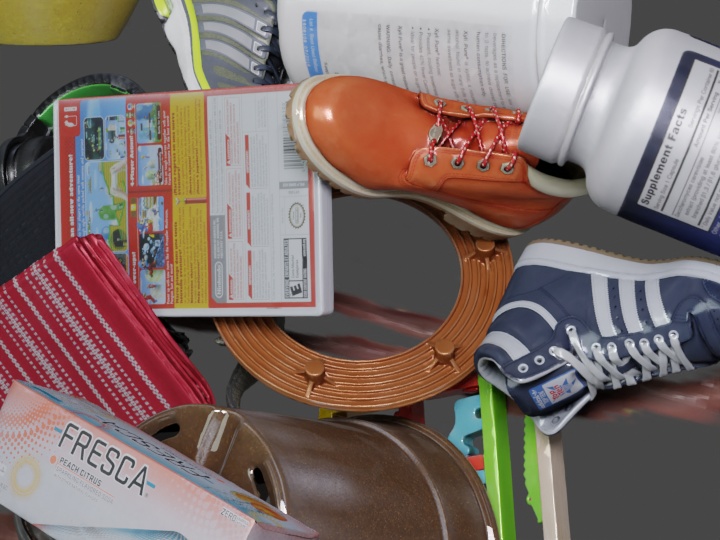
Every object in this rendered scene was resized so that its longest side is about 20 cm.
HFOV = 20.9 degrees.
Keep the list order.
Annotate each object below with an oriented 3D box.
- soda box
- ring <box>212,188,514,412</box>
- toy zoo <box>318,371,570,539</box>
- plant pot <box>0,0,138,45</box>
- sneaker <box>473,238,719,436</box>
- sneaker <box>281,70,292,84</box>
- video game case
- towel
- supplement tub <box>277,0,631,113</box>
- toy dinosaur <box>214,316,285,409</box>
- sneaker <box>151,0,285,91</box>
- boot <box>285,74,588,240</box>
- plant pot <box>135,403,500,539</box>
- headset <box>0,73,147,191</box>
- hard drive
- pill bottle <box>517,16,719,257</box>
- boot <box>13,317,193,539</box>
[{"bbox_3d":[-0.122,0.130,1.069,0.200,0.064,0.069,24,91,37],"label":"soda box"},{"bbox_3d":[0.000,0.000,1.253,0.200,0.019,0.201,-1,56,1],"label":"ring"},{"bbox_3d":[0.038,0.138,1.254,0.200,0.020,0.132,-13,70,30],"label":"toy zoo"},{"bbox_3d":[-0.234,-0.244,1.462,0.200,0.200,0.142,9,106,35],"label":"plant pot"},{"bbox_3d":[0.157,0.047,1.151,0.200,0.070,0.109,10,56,41],"label":"sneaker"},{"bbox_3d":[-0.037,-0.129,1.351,0.079,0.074,0.201,4,78,29],"label":"sneaker"},{"bbox_3d":[-0.108,-0.042,1.234,0.199,0.017,0.143,-1,90,27],"label":"video game case"},{"bbox_3d":[-0.198,0.070,1.282,0.200,0.022,0.145,-29,101,37],"label":"towel"},{"bbox_3d":[0.060,-0.163,1.240,0.199,0.132,0.132,8,81,23],"label":"supplement tub"},{"bbox_3d":[-0.079,0.015,1.333,0.077,0.102,0.200,-27,72,6],"label":"toy dinosaur"},{"bbox_3d":[-0.077,-0.139,1.293,0.081,0.074,0.200,-27,60,4],"label":"sneaker"},{"bbox_3d":[0.055,-0.079,1.180,0.107,0.200,0.075,-17,62,53],"label":"boot"},{"bbox_3d":[-0.049,0.171,1.169,0.200,0.198,0.201,-9,73,32],"label":"plant pot"},{"bbox_3d":[-0.218,-0.051,1.463,0.123,0.094,0.200,24,75,35],"label":"headset"},{"bbox_3d":[-0.204,-0.012,1.341,0.200,0.042,0.135,-36,73,38],"label":"hard drive"},{"bbox_3d":[0.195,-0.071,1.107,0.200,0.111,0.111,22,89,6],"label":"pill bottle"},{"bbox_3d":[-0.178,0.114,1.375,0.174,0.069,0.200,-50,54,12],"label":"boot"}]
